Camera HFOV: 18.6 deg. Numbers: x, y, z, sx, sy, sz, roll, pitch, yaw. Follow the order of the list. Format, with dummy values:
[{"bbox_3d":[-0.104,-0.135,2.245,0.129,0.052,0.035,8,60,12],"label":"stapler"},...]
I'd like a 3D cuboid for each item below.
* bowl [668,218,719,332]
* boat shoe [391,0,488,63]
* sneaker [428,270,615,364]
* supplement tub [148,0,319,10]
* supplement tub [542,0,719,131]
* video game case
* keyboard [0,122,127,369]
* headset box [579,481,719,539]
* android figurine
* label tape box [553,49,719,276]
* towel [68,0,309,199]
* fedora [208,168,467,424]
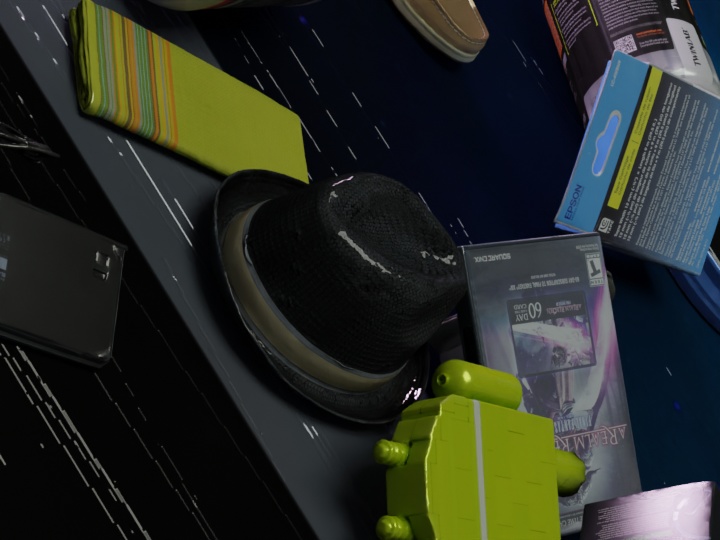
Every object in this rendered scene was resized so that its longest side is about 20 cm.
[{"bbox_3d":[0.327,-0.021,1.944,0.201,0.039,0.201,36,34,-29],"label":"bowl"},{"bbox_3d":[0.047,-0.261,1.755,0.200,0.066,0.074,57,30,3],"label":"boat shoe"},{"bbox_3d":[0.124,0.056,1.547,0.200,0.074,0.089,-20,84,-49],"label":"sneaker"},{"bbox_3d":[-0.073,-0.249,1.496,0.200,0.140,0.140,-13,71,-59],"label":"supplement tub"},{"bbox_3d":[0.231,-0.206,1.909,0.122,0.123,0.200,21,44,-44],"label":"supplement tub"},{"bbox_3d":[0.127,0.078,1.480,0.143,0.019,0.200,-6,85,-44],"label":"video game case"},{"bbox_3d":[-0.206,-0.030,1.182,0.200,0.021,0.127,25,62,-42],"label":"keyboard"},{"bbox_3d":[0.199,0.264,1.362,0.200,0.093,0.174,-71,142,-55],"label":"headset box"},{"bbox_3d":[0.075,0.146,1.360,0.200,0.041,0.182,13,68,-50],"label":"android figurine"},{"bbox_3d":[0.217,-0.088,1.750,0.066,0.143,0.200,19,2,44],"label":"label tape box"},{"bbox_3d":[-0.108,-0.102,1.424,0.200,0.018,0.086,26,46,-42],"label":"towel"},{"bbox_3d":[0.000,0.000,1.387,0.201,0.092,0.201,34,39,-33],"label":"fedora"}]
